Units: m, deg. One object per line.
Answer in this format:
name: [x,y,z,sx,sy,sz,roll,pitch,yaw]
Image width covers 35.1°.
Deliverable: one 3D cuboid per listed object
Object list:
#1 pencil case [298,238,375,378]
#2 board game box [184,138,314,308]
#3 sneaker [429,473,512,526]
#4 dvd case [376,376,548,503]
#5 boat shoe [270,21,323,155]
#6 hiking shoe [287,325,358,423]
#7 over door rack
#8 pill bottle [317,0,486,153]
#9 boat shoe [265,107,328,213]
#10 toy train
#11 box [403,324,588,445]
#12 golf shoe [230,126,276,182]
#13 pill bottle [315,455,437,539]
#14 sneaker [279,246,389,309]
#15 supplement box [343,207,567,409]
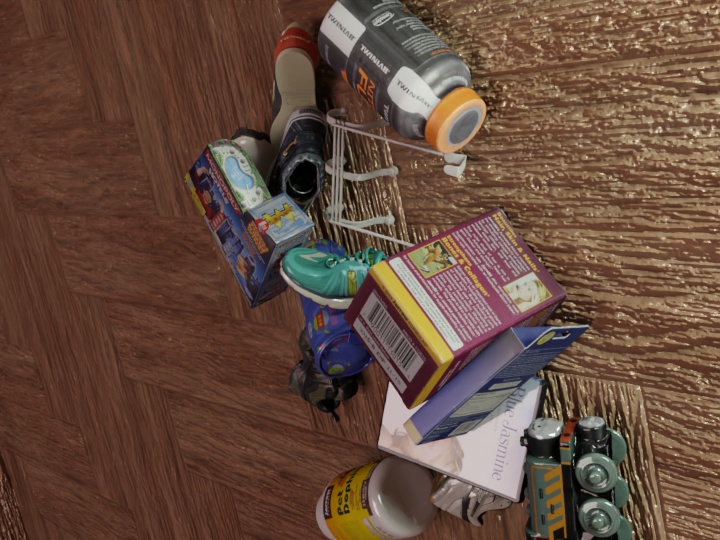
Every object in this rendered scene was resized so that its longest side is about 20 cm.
pencil case: [-0.036,0.044,1.464,0.087,0.077,0.202,-56,34,32]
board game box: [-0.136,-0.069,1.457,0.202,0.061,0.200,62,155,0]
sneaker: [0.168,0.238,1.377,0.087,0.076,0.201,34,132,-4]
dvd case: [0.114,0.170,1.322,0.198,0.017,0.145,16,100,31]
boat shoe: [-0.082,-0.222,1.458,0.202,0.070,0.063,91,178,-50]
hiking shoe: [-0.035,0.126,1.591,0.100,0.076,0.201,37,141,16]
over door rack: [0.045,-0.099,1.358,0.198,0.066,0.150,25,130,30]
pill bottle: [0.049,-0.216,1.244,0.200,0.105,0.107,48,141,27]
boat shoe: [-0.086,-0.110,1.474,0.202,0.070,0.092,107,167,-51]
toy train: [0.233,0.252,1.243,0.112,0.085,0.203,0,111,23]
box: [0.147,0.112,1.216,0.200,0.120,0.033,-43,68,24]
golf shoe: [-0.158,-0.103,1.585,0.076,0.095,0.202,11,134,2]
pill bottle: [0.015,0.326,1.582,0.199,0.108,0.111,-33,82,55]
sneaker: [0.000,0.000,1.392,0.080,0.196,0.078,104,176,-47]
supplement box: [0.102,0.038,1.227,0.132,0.198,0.104,53,143,19]
